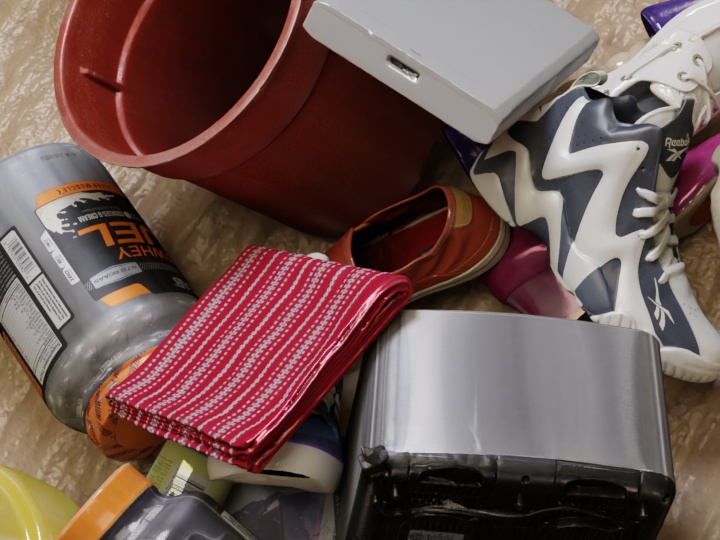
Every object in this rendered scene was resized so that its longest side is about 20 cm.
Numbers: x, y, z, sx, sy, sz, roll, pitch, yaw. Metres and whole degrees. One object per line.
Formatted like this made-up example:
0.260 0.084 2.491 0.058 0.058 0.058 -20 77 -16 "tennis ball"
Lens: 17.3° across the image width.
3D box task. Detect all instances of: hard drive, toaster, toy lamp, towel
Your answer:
0.060 -0.146 1.462 0.132 0.200 0.026 33 119 9 "hard drive"
0.079 0.117 1.375 0.181 0.200 0.119 4 55 -5 "toaster"
0.153 -0.121 1.567 0.200 0.058 0.058 -31 61 2 "toy lamp"
-0.063 0.045 1.393 0.145 0.022 0.200 -48 26 -16 "towel"

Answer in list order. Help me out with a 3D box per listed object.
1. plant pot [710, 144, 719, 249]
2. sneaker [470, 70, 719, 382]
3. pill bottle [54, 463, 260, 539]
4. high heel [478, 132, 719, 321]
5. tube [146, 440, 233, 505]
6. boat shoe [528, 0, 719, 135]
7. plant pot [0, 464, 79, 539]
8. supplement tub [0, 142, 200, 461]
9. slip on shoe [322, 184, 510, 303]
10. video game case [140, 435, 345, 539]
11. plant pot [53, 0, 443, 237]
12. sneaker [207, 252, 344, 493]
0.314 -0.035 1.414 0.183 0.200 0.201 -14 62 22 "plant pot"
0.176 -0.037 1.438 0.130 0.079 0.199 -47 73 21 "sneaker"
-0.090 0.205 1.418 0.200 0.106 0.106 41 81 3 "pill bottle"
0.164 -0.047 1.523 0.200 0.067 0.096 -44 71 8 "high heel"
-0.147 0.204 1.493 0.200 0.052 0.058 -62 21 -10 "tube"
0.199 -0.110 1.511 0.200 0.071 0.069 -32 25 5 "boat shoe"
-0.287 0.198 1.444 0.201 0.189 0.201 -15 62 31 "plant pot"
-0.178 0.022 1.561 0.123 0.123 0.200 -36 62 -2 "supplement tub"
0.000 0.000 1.535 0.200 0.061 0.074 -27 52 25 "slip on shoe"
-0.055 0.182 1.508 0.200 0.019 0.143 -10 63 11 "video game case"
-0.058 -0.123 1.531 0.201 0.195 0.201 -17 60 32 "plant pot"
-0.044 0.058 1.432 0.081 0.200 0.147 6 84 0 "sneaker"
